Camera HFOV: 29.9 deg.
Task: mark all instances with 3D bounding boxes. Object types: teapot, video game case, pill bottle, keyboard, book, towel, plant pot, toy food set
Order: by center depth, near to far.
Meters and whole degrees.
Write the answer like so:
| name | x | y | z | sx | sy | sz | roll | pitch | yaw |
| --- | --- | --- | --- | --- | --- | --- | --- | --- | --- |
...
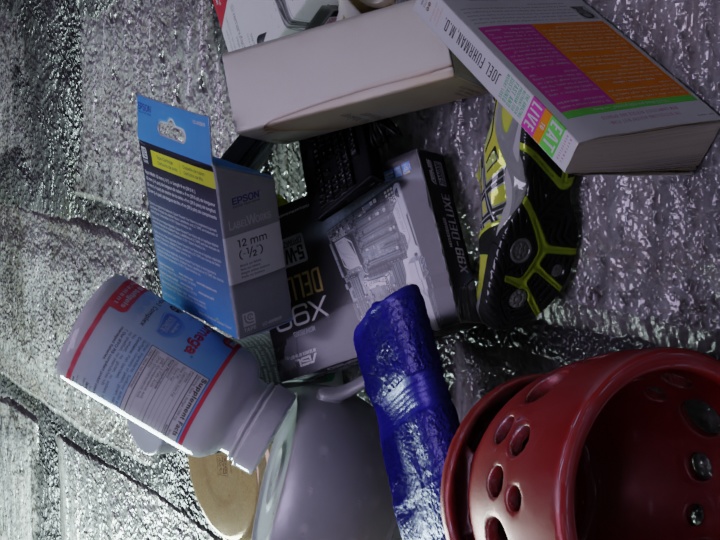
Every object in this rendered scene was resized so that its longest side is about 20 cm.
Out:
| name | x | y | z | sx | sy | sz | roll | pitch | yaw |
| --- | --- | --- | --- | --- | --- | --- | --- | --- | --- |
| plant pot | 0.162 | 0.157 | 0.927 | 0.182 | 0.199 | 0.202 | -11 | 86 | 59 |
| book | 0.143 | -0.145 | 0.966 | 0.200 | 0.133 | 0.048 | 55 | 137 | 37 |
| towel | 0.041 | 0.124 | 1.073 | 0.148 | 0.049 | 0.201 | 111 | 144 | -71 |
| pill bottle | -0.163 | 0.097 | 1.215 | 0.199 | 0.109 | 0.109 | 30 | 131 | 1 |
| keyboard | -0.021 | -0.136 | 1.226 | 0.104 | 0.040 | 0.201 | -33 | 38 | 17 |
| teapot | -0.011 | 0.204 | 1.253 | 0.200 | 0.145 | 0.199 | 122 | 161 | -65 |
| video game case | -0.120 | -0.103 | 1.354 | 0.019 | 0.143 | 0.200 | 35 | 148 | 0 |
| pill bottle | -0.127 | 0.122 | 1.354 | 0.113 | 0.199 | 0.114 | 12 | 104 | 55 |
| toy food set | -0.135 | 0.217 | 1.519 | 0.198 | 0.048 | 0.201 | -32 | 68 | 53 |

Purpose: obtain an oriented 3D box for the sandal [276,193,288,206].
| name | x | y | z | sx | sy | sz | roll | pitch | yaw |
| --- | --- | --- | --- | --- | --- | --- | --- | --- | --- |
| sandal | -0.050 | -0.016 | 1.348 | 0.200 | 0.079 | 0.087 | 31 | 157 | 42 |

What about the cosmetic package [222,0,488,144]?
| name | x | y | z | sx | sy | sz | roll | pitch | yaw |
| --- | --- | --- | --- | --- | --- | --- | --- | --- | --- |
| cosmetic package | -0.002 | -0.166 | 1.129 | 0.199 | 0.103 | 0.074 | -13 | 85 | 24 |

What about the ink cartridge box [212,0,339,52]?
| name | x | y | z | sx | sy | sz | roll | pitch | yaw |
| --- | --- | --- | --- | --- | --- | --- | --- | --- | --- |
| ink cartridge box | -0.062 | -0.288 | 1.299 | 0.200 | 0.082 | 0.148 | -43 | 59 | 51 |

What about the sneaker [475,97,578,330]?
| name | x | y | z | sx | sy | sz | roll | pitch | yaw |
| --- | --- | --- | --- | --- | --- | --- | --- | --- | --- |
| sneaker | 0.127 | -0.053 | 1.072 | 0.076 | 0.075 | 0.201 | 25 | 105 | 60 |

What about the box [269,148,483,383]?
| name | x | y | z | sx | sy | sz | roll | pitch | yaw |
| --- | --- | --- | --- | --- | --- | --- | --- | --- | --- |
| box | 0.000 | 0.000 | 1.214 | 0.199 | 0.050 | 0.159 | -20 | 77 | 31 |

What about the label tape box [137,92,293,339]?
| name | x | y | z | sx | sy | sz | roll | pitch | yaw |
| --- | --- | --- | --- | --- | --- | --- | --- | --- | --- |
| label tape box | -0.132 | -0.056 | 1.204 | 0.143 | 0.066 | 0.201 | 22 | 122 | 51 |

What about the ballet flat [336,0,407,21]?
| name | x | y | z | sx | sy | sz | roll | pitch | yaw |
| --- | --- | --- | --- | --- | --- | --- | --- | --- | --- |
| ballet flat | 0.021 | -0.241 | 1.182 | 0.200 | 0.072 | 0.073 | -24 | 75 | 50 |
